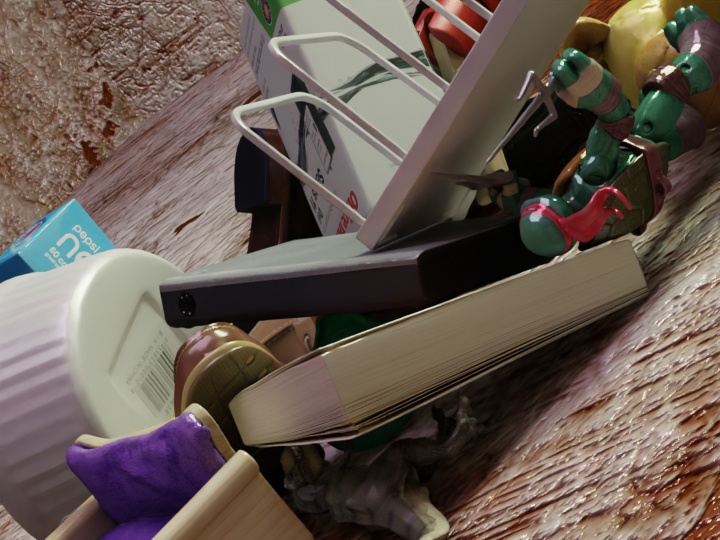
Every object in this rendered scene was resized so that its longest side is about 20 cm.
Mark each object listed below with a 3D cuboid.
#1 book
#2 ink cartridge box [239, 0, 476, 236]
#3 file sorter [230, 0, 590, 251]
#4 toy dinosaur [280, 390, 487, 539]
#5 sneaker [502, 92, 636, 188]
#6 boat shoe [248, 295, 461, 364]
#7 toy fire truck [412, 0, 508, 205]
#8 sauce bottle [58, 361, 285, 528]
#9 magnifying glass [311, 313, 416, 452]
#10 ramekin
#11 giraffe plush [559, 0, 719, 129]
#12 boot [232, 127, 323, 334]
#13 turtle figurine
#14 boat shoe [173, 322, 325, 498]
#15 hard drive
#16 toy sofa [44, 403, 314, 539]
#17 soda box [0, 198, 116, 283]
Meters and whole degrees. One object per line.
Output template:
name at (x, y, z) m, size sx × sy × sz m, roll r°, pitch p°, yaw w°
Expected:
book at (0.040, 0.039, 1.247) m, size 0.199 × 0.048 × 0.133 m, roll -22°, pitch 1°, yaw -28°
ink cartridge box at (-0.004, -0.111, 1.532) m, size 0.083 × 0.201 × 0.147 m, roll -20°, pitch -16°, yaw -14°
file sorter at (0.035, -0.136, 1.316) m, size 0.201 × 0.124 × 0.139 m, roll -58°, pitch -14°, yaw 20°
toy dinosaur at (0.024, 0.106, 1.200) m, size 0.088 × 0.048 × 0.200 m, roll -43°, pitch 18°, yaw -14°
sneaker at (0.155, -0.115, 1.584) m, size 0.200 × 0.060 × 0.104 m, roll -36°, pitch 14°, yaw 48°
boat shoe at (-0.010, 0.039, 1.498) m, size 0.200 × 0.071 × 0.065 m, roll -35°, pitch 11°, yaw 17°
toy fire truck at (0.075, -0.135, 1.552) m, size 0.176 × 0.128 × 0.201 m, roll 102°, pitch -165°, yaw -61°
sauce bottle at (-0.109, 0.123, 1.428) m, size 0.065 × 0.065 × 0.200 m, roll -29°, pitch 4°, yaw 45°
magnifying glass at (-0.011, 0.042, 1.430) m, size 0.079 × 0.022 × 0.200 m, roll -38°, pitch 36°, yaw 8°
ramekin at (-0.163, 0.083, 1.526) m, size 0.097 × 0.201 × 0.201 m, roll -24°, pitch 18°, yaw 32°
giraffe plush at (0.208, -0.157, 1.377) m, size 0.162 × 0.172 × 0.200 m, roll -51°, pitch 8°, yaw 18°
boot at (-0.035, 0.001, 1.621) m, size 0.096 × 0.201 × 0.075 m, roll 0°, pitch 1°, yaw -27°
turtle figurine at (0.127, -0.062, 1.268) m, size 0.200 × 0.101 × 0.150 m, roll -36°, pitch -7°, yaw -37°
boat shoe at (-0.076, 0.076, 1.331) m, size 0.072 × 0.068 × 0.200 m, roll -34°, pitch -24°, yaw -5°
hard drive at (0.000, 0.000, 1.353) m, size 0.199 × 0.033 × 0.139 m, roll -6°, pitch 8°, yaw 40°
toy sofa at (-0.120, 0.144, 1.245) m, size 0.083 × 0.098 × 0.200 m, roll -45°, pitch 13°, yaw -27°
soda box at (-0.179, 0.051, 1.674) m, size 0.064 × 0.200 × 0.068 m, roll -24°, pitch 19°, yaw 53°
